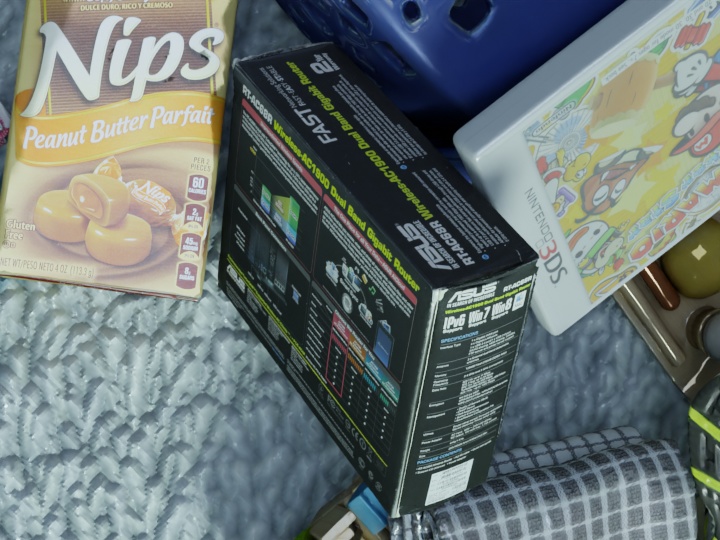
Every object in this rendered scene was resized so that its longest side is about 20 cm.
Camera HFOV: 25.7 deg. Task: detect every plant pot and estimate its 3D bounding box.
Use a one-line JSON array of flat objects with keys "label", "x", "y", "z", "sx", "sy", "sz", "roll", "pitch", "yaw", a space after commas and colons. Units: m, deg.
[{"label": "plant pot", "x": 0.074, "y": -0.158, "z": 0.844, "sx": 0.199, "sy": 0.200, "sz": 0.180, "roll": -34, "pitch": 100, "yaw": -8}]

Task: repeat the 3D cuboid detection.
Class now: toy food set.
[{"label": "toy food set", "x": 0.207, "y": -0.028, "z": 0.905, "sx": 0.143, "sy": 0.060, "sz": 0.200, "roll": -40, "pitch": 108, "yaw": -7}]

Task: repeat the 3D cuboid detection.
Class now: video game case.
[{"label": "video game case", "x": 0.152, "y": -0.072, "z": 0.794, "sx": 0.200, "sy": 0.182, "sz": 0.023, "roll": -38, "pitch": 55, "yaw": -3}]

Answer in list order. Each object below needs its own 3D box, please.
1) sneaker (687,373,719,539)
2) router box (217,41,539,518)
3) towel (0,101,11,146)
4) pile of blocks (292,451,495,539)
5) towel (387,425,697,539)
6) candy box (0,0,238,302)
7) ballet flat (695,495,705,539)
[{"label": "sneaker", "x": 0.226, "y": 0.147, "z": 0.875, "sx": 0.075, "sy": 0.076, "sz": 0.201, "roll": 6, "pitch": 104, "yaw": 29}, {"label": "router box", "x": 0.000, "y": 0.000, "z": 0.800, "sx": 0.062, "sy": 0.151, "sz": 0.200, "roll": -17, "pitch": 46, "yaw": -27}, {"label": "towel", "x": -0.310, "y": -0.083, "z": 0.868, "sx": 0.199, "sy": 0.030, "sz": 0.147, "roll": -34, "pitch": 92, "yaw": -7}, {"label": "pile of blocks", "x": 0.013, "y": 0.148, "z": 0.879, "sx": 0.200, "sy": 0.082, "sz": 0.062, "roll": -43, "pitch": 94, "yaw": -7}, {"label": "towel", "x": 0.104, "y": 0.197, "z": 0.851, "sx": 0.165, "sy": 0.085, "sz": 0.202, "roll": -10, "pitch": 100, "yaw": -26}, {"label": "candy box", "x": -0.133, "y": -0.089, "z": 0.879, "sx": 0.115, "sy": 0.055, "sz": 0.202, "roll": 7, "pitch": 88, "yaw": -7}, {"label": "ballet flat", "x": 0.292, "y": 0.149, "z": 0.925, "sx": 0.198, "sy": 0.069, "sz": 0.070, "roll": -1, "pitch": 88, "yaw": -7}]
